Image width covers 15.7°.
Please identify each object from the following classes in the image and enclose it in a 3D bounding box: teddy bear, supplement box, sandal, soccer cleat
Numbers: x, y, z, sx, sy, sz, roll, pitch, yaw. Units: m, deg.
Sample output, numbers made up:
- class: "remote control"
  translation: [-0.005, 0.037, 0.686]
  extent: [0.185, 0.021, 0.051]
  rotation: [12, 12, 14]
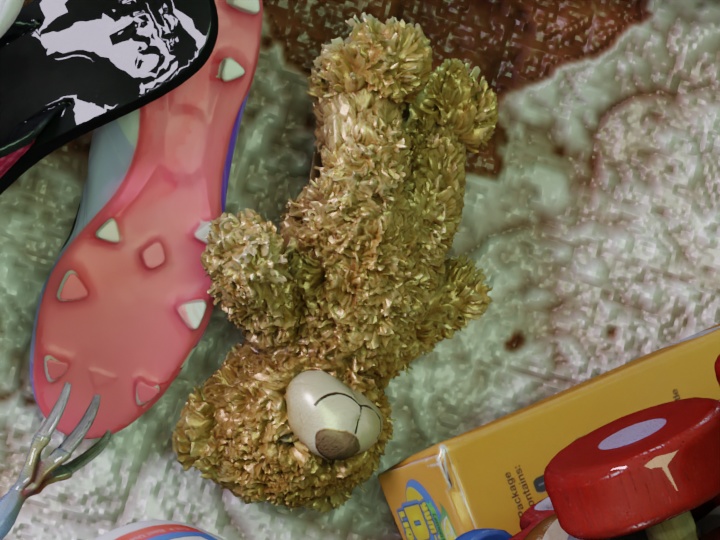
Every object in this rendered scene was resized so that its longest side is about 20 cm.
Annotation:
- class: "teddy bear"
  translation: [0.000, 0.000, 1.026]
  extent: [0.200, 0.067, 0.145]
  rotation: [-59, 144, -19]
- class: "supplement box"
  translation: [0.110, 0.071, 1.052]
  extent: [0.200, 0.069, 0.067]
  rotation: [-20, 88, -28]
- class: "sandal"
  translation: [-0.147, -0.061, 0.984]
  extent: [0.200, 0.045, 0.075]
  rotation: [-31, 79, 13]
- class: "soccer cleat"
  translation: [-0.084, -0.032, 1.033]
  extent: [0.067, 0.076, 0.200]
  rotation: [14, 93, -13]

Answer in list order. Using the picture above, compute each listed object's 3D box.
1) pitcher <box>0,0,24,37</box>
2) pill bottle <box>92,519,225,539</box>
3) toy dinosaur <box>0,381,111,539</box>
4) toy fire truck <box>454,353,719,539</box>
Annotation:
- class: "pitcher"
  translation: [-0.222, -0.072, 0.909]
  extent: [0.200, 0.121, 0.172]
  rotation: [16, 102, -1]
- class: "pill bottle"
  translation: [-0.025, 0.165, 0.897]
  extent: [0.112, 0.200, 0.112]
  rotation: [-12, 109, -36]
- class: "toy dinosaur"
  translation: [-0.162, 0.133, 0.960]
  extent: [0.181, 0.105, 0.200]
  rotation: [27, 72, -20]
- class: "toy fire truck"
  translation: [0.112, 0.093, 0.917]
  extent: [0.200, 0.168, 0.112]
  rotation: [-28, 98, -30]
